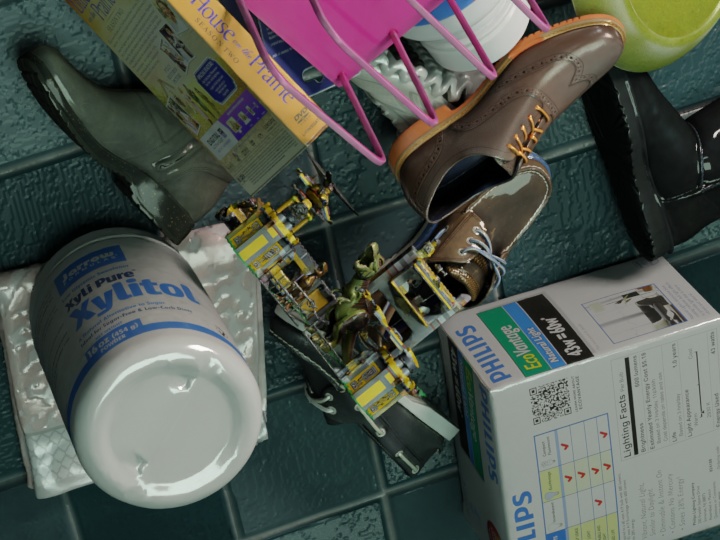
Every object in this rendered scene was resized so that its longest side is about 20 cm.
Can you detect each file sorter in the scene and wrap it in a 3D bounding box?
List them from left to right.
[{"bbox_3d":[0.035,-0.185,1.475,0.200,0.126,0.139,-39,134,14],"label":"file sorter"}]

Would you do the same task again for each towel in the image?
[{"bbox_3d":[-0.168,0.068,1.742,0.199,0.032,0.192,-13,118,-16],"label":"towel"}]

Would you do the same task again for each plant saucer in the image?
[{"bbox_3d":[0.226,-0.243,1.694,0.200,0.031,0.201,-14,110,-44],"label":"plant saucer"}]

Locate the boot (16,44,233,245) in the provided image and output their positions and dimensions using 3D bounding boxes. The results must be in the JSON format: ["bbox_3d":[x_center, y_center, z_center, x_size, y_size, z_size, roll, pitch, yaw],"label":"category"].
[{"bbox_3d":[-0.144,-0.123,1.650,0.131,0.068,0.200,-45,127,-4],"label":"boot"}]

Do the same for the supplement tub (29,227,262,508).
[{"bbox_3d":[-0.153,0.065,1.611,0.131,0.200,0.132,-8,117,-16],"label":"supplement tub"}]

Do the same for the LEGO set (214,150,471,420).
[{"bbox_3d":[0.000,0.000,1.664,0.116,0.154,0.200,-39,87,3],"label":"LEGO set"}]

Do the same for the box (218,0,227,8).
[{"bbox_3d":[-0.094,-0.222,1.588,0.200,0.041,0.119,63,39,-30],"label":"box"}]

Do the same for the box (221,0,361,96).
[{"bbox_3d":[-0.057,-0.218,1.580,0.121,0.032,0.201,-30,112,-55],"label":"box"}]

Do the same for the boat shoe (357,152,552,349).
[{"bbox_3d":[0.078,-0.006,1.776,0.200,0.072,0.072,-45,121,4],"label":"boat shoe"}]

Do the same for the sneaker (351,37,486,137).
[{"bbox_3d":[0.044,-0.126,1.711,0.199,0.075,0.081,20,115,-27],"label":"sneaker"}]

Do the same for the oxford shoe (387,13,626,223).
[{"bbox_3d":[0.115,-0.105,1.662,0.200,0.073,0.071,-38,136,16],"label":"oxford shoe"}]

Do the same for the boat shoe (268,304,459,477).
[{"bbox_3d":[-0.005,0.097,1.793,0.200,0.076,0.060,37,92,-30],"label":"boat shoe"}]

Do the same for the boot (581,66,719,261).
[{"bbox_3d":[0.268,-0.114,1.799,0.162,0.073,0.199,-27,118,-11],"label":"boot"}]

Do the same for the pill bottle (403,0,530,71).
[{"bbox_3d":[0.041,-0.231,1.604,0.112,0.112,0.200,-41,134,1],"label":"pill bottle"}]

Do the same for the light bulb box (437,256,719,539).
[{"bbox_3d":[0.181,0.120,1.845,0.199,0.125,0.199,-16,119,-13],"label":"light bulb box"}]

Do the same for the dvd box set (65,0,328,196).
[{"bbox_3d":[-0.114,-0.144,1.537,0.200,0.146,0.029,46,70,-3],"label":"dvd box set"}]
